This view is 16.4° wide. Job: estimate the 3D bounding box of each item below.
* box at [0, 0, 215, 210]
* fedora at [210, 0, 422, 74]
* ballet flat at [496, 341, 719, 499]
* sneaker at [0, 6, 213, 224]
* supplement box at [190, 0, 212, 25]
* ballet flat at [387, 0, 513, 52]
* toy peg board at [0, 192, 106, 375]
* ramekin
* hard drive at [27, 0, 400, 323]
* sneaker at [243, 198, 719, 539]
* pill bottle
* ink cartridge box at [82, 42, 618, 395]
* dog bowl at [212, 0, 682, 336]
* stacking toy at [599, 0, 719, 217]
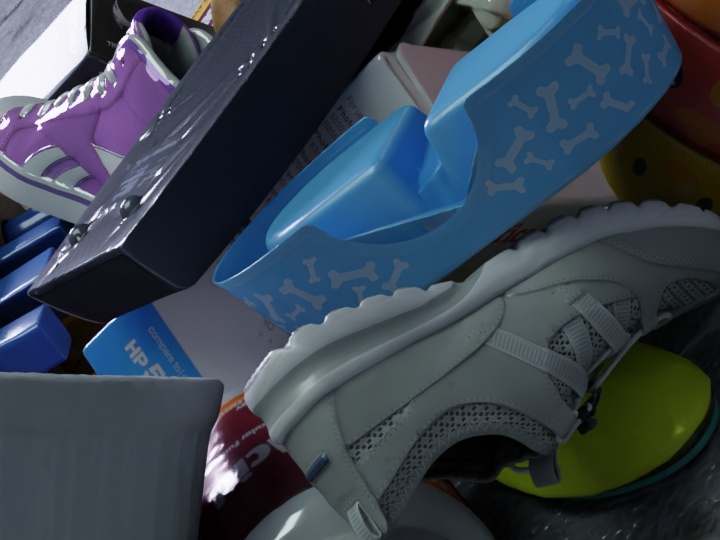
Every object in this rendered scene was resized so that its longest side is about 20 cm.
[{"bbox_3d":[-0.099,-0.066,1.353,0.158,0.199,0.049,-40,43,44],"label":"box"},{"bbox_3d":[-0.018,-0.130,1.223,0.201,0.082,0.201,-49,-10,-12],"label":"fedora"},{"bbox_3d":[0.061,0.049,0.979,0.067,0.067,0.200,-55,19,-17],"label":"ballet flat"},{"bbox_3d":[-0.114,-0.078,1.192,0.200,0.072,0.115,24,118,42],"label":"sneaker"},{"bbox_3d":[-0.025,-0.141,1.488,0.131,0.103,0.200,-57,19,-16],"label":"supplement box"},{"bbox_3d":[0.053,-0.105,1.153,0.200,0.069,0.070,-53,16,24],"label":"ballet flat"},{"bbox_3d":[-0.116,0.049,1.225,0.097,0.200,0.200,-28,24,15],"label":"toy peg board"},{"bbox_3d":[-0.150,0.084,0.904,0.200,0.199,0.099,176,96,-66],"label":"ramekin"},{"bbox_3d":[-0.052,-0.065,1.037,0.201,0.042,0.135,-56,15,-23],"label":"hard drive"},{"bbox_3d":[0.057,0.038,0.884,0.199,0.082,0.075,-22,-15,-26],"label":"sneaker"},{"bbox_3d":[-0.007,0.118,0.934,0.114,0.114,0.200,-50,19,3],"label":"pill bottle"},{"bbox_3d":[0.000,0.000,1.089,0.200,0.085,0.146,-43,-18,25],"label":"ink cartridge box"},{"bbox_3d":[0.034,-0.041,0.912,0.200,0.050,0.112,-37,12,24],"label":"dog bowl"},{"bbox_3d":[0.141,-0.060,0.964,0.146,0.145,0.201,-99,31,-66],"label":"stacking toy"}]
